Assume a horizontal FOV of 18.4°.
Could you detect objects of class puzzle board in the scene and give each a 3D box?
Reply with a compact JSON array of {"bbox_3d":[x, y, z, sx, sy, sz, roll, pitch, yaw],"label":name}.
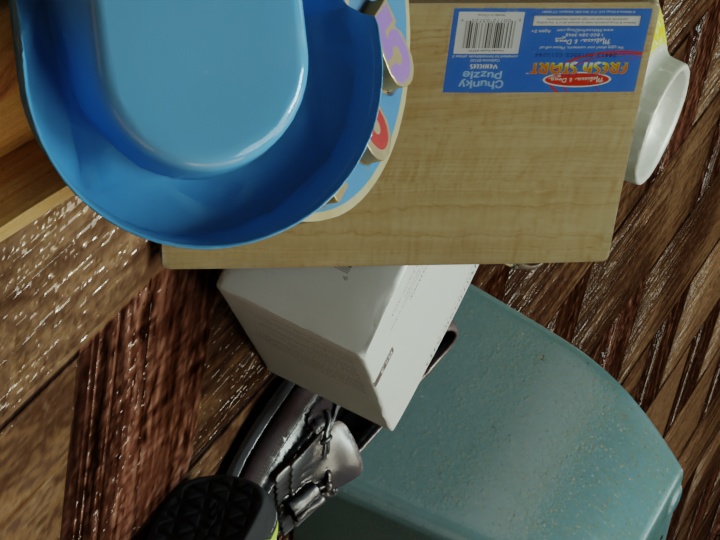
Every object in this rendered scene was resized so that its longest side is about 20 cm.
[{"bbox_3d":[0.016,-0.058,0.929,0.151,0.199,0.017,95,-9,-46],"label":"puzzle board"}]

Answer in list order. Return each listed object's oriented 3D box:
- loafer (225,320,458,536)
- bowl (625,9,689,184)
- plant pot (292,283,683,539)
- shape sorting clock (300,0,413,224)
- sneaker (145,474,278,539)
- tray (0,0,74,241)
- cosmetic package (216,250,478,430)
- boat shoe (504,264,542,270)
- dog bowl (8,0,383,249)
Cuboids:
[{"bbox_3d":[-0.013,0.083,1.221,0.200,0.063,0.072,-56,161,-33],"label":"loafer"},{"bbox_3d":[0.137,-0.108,1.363,0.200,0.107,0.200,-57,162,-30],"label":"bowl"},{"bbox_3d":[0.087,0.158,1.404,0.196,0.200,0.197,-53,158,-38],"label":"plant pot"},{"bbox_3d":[-0.030,-0.116,0.779,0.200,0.039,0.201,28,56,-52],"label":"shape sorting clock"},{"bbox_3d":[-0.089,0.184,1.079,0.200,0.072,0.083,-49,143,-46],"label":"sneaker"},{"bbox_3d":[-0.104,-0.076,0.764,0.200,0.037,0.099,-40,149,-56],"label":"tray"},{"bbox_3d":[0.000,0.000,1.089,0.113,0.081,0.200,-62,168,-8],"label":"cosmetic package"},{"bbox_3d":[0.063,-0.057,1.150,0.075,0.075,0.202,-51,154,-4],"label":"boat shoe"},{"bbox_3d":[-0.058,-0.106,0.672,0.050,0.111,0.201,-179,-98,-69],"label":"dog bowl"}]
